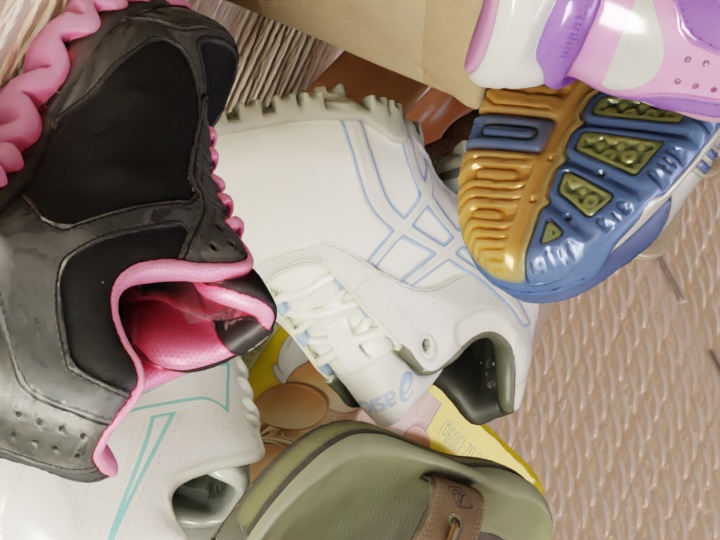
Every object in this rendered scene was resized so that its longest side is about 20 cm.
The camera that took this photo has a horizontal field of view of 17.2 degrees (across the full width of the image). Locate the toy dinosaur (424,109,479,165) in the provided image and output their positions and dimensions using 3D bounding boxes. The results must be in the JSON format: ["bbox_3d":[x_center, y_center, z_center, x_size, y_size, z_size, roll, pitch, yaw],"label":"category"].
[{"bbox_3d":[0.045,-0.032,0.953,0.200,0.077,0.102,-27,154,-18],"label":"toy dinosaur"}]

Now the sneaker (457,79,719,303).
[{"bbox_3d":[0.097,-0.052,0.752,0.200,0.075,0.088,-57,147,-33],"label":"sneaker"}]

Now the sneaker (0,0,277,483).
[{"bbox_3d":[-0.061,-0.008,0.607,0.200,0.095,0.079,-57,166,-57],"label":"sneaker"}]

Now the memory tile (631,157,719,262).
[{"bbox_3d":[0.106,-0.113,0.883,0.017,0.153,0.200,-11,-147,45],"label":"memory tile"}]

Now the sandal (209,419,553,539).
[{"bbox_3d":[0.014,0.097,0.785,0.201,0.057,0.080,7,120,-53],"label":"sandal"}]

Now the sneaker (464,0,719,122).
[{"bbox_3d":[0.100,-0.103,0.684,0.200,0.088,0.081,-59,167,-49],"label":"sneaker"}]

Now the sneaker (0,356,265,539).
[{"bbox_3d":[-0.067,0.052,0.788,0.200,0.080,0.071,-57,166,-57],"label":"sneaker"}]

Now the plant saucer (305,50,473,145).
[{"bbox_3d":[0.013,-0.065,0.931,0.200,0.037,0.200,-45,175,-5],"label":"plant saucer"}]

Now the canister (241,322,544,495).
[{"bbox_3d":[-0.036,0.123,0.874,0.149,0.086,0.200,43,75,-34],"label":"canister"}]

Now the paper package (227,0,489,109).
[{"bbox_3d":[0.029,-0.178,0.688,0.191,0.103,0.200,86,29,-71],"label":"paper package"}]

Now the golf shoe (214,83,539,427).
[{"bbox_3d":[0.000,0.000,0.779,0.200,0.078,0.097,13,65,-49],"label":"golf shoe"}]
